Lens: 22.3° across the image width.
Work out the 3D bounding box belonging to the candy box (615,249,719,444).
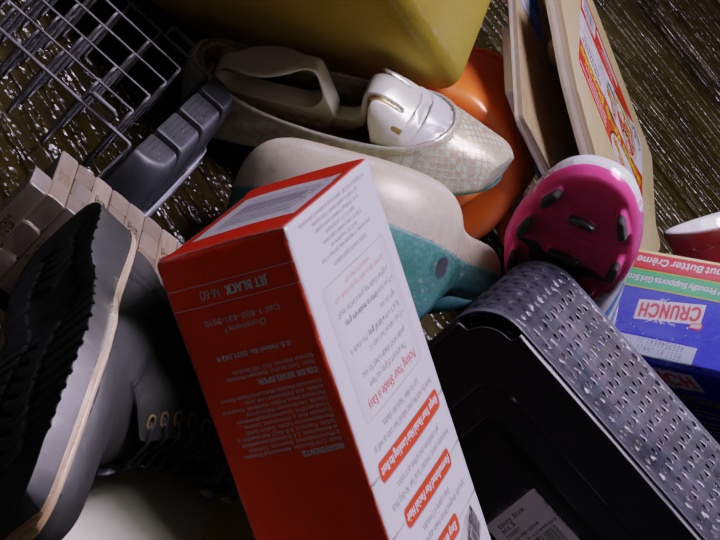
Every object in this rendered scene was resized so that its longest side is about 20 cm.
[{"bbox_3d":[0.230,0.067,1.141,0.169,0.077,0.200,14,-18,40],"label":"candy box"}]

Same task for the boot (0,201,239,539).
[{"bbox_3d":[-0.082,0.069,0.744,0.138,0.077,0.200,44,27,-22],"label":"boot"}]

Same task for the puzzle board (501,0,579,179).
[{"bbox_3d":[0.121,-0.114,1.186,0.201,0.017,0.151,-89,155,-43],"label":"puzzle board"}]

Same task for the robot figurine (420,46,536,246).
[{"bbox_3d":[0.059,-0.080,1.186,0.143,0.117,0.200,19,22,10],"label":"robot figurine"}]

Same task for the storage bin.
[{"bbox_3d":[0.099,0.113,0.938,0.200,0.135,0.094,49,28,4],"label":"storage bin"}]

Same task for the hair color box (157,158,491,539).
[{"bbox_3d":[-0.009,0.066,0.777,0.201,0.064,0.111,71,22,-11],"label":"hair color box"}]

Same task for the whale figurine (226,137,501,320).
[{"bbox_3d":[0.000,0.000,1.014,0.158,0.104,0.200,15,-9,21],"label":"whale figurine"}]

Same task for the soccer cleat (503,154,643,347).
[{"bbox_3d":[0.115,-0.004,1.011,0.070,0.200,0.087,20,49,9],"label":"soccer cleat"}]

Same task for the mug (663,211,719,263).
[{"bbox_3d":[0.298,0.054,1.312,0.177,0.133,0.201,-178,-107,-79],"label":"mug"}]

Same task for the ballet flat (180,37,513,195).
[{"bbox_3d":[-0.010,-0.090,1.050,0.199,0.063,0.068,11,50,7],"label":"ballet flat"}]

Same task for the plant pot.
[{"bbox_3d":[-0.010,-0.214,1.082,0.176,0.199,0.201,50,55,-52],"label":"plant pot"}]

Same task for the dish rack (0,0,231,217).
[{"bbox_3d":[-0.162,-0.122,0.973,0.200,0.055,0.153,43,24,-5],"label":"dish rack"}]

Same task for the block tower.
[{"bbox_3d":[-0.089,0.027,0.863,0.200,0.054,0.058,40,19,-18],"label":"block tower"}]

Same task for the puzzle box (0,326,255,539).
[{"bbox_3d":[-0.089,0.110,0.783,0.200,0.025,0.133,42,25,-13],"label":"puzzle box"}]

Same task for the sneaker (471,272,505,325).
[{"bbox_3d":[0.134,0.031,1.193,0.093,0.070,0.200,44,22,7],"label":"sneaker"}]

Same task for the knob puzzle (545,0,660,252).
[{"bbox_3d":[0.147,-0.090,1.166,0.220,0.030,0.221,-16,90,-73],"label":"knob puzzle"}]
